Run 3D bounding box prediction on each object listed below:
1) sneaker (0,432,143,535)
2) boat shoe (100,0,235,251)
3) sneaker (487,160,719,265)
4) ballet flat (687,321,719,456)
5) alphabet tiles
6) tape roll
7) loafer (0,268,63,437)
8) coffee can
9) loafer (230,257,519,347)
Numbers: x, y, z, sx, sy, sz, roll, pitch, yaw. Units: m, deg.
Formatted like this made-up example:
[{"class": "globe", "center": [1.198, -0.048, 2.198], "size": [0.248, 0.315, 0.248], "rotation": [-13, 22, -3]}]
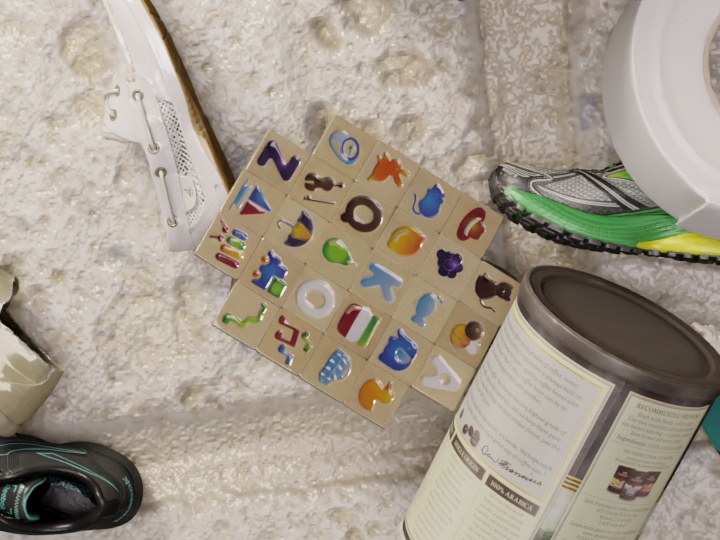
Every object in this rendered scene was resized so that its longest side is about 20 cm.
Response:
[{"class": "sneaker", "center": [-0.250, 0.138, 1.623], "size": [0.199, 0.079, 0.076], "rotation": [6, 98, 4]}, {"class": "boat shoe", "center": [-0.143, -0.106, 1.589], "size": [0.069, 0.071, 0.200], "rotation": [-22, 97, 4]}, {"class": "sneaker", "center": [0.182, -0.052, 1.583], "size": [0.199, 0.078, 0.085], "rotation": [6, 89, -8]}, {"class": "ballet flat", "center": [0.275, 0.118, 1.605], "size": [0.072, 0.072, 0.200], "rotation": [-25, 94, 6]}, {"class": "alphabet tiles", "center": [0.000, 0.000, 1.563], "size": [0.200, 0.006, 0.167], "rotation": [31, 73, -6]}, {"class": "tape roll", "center": [0.259, -0.120, 1.532], "size": [0.202, 0.071, 0.203], "rotation": [2, 79, -11]}, {"class": "loafer", "center": [-0.267, 0.014, 1.613], "size": [0.068, 0.076, 0.200], "rotation": [-30, 95, -1]}, {"class": "coffee can", "center": [0.129, 0.119, 1.547], "size": [0.146, 0.146, 0.200], "rotation": [26, 109, 0]}, {"class": "loafer", "center": [0.010, 0.024, 1.599], "size": [0.199, 0.067, 0.076], "rotation": [1, 97, 3]}]
